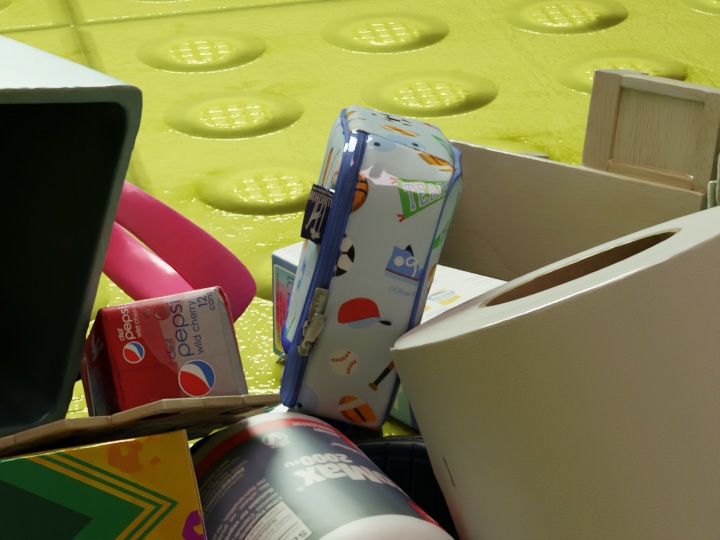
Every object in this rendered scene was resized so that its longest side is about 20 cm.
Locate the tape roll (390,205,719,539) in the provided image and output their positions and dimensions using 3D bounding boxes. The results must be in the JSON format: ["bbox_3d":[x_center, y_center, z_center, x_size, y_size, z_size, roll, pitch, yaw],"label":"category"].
[{"bbox_3d":[0.131,0.063,1.303,0.202,0.140,0.203,-21,3,1],"label":"tape roll"}]

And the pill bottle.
[{"bbox_3d":[-0.009,0.160,1.301,0.119,0.120,0.200,-13,26,-23],"label":"pill bottle"}]

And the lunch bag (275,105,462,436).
[{"bbox_3d":[0.000,0.000,1.430,0.075,0.161,0.200,17,11,-1],"label":"lunch bag"}]

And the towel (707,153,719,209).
[{"bbox_3d":[0.226,0.012,1.479,0.034,0.201,0.192,15,17,31],"label":"towel"}]

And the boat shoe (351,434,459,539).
[{"bbox_3d":[0.072,0.123,1.456,0.199,0.073,0.072,9,19,0],"label":"boat shoe"}]

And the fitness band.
[{"bbox_3d":[-0.129,-0.023,1.499,0.037,0.144,0.200,-52,17,-12],"label":"fitness band"}]

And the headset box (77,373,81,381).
[{"bbox_3d":[-0.256,0.048,1.531,0.199,0.150,0.075,-7,15,-12],"label":"headset box"}]

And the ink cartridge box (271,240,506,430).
[{"bbox_3d":[0.055,0.032,1.642,0.136,0.077,0.200,-19,28,-33],"label":"ink cartridge box"}]

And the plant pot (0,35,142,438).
[{"bbox_3d":[-0.264,-0.038,1.360,0.200,0.197,0.196,31,23,37],"label":"plant pot"}]

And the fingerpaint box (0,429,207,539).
[{"bbox_3d":[-0.196,0.135,1.293,0.166,0.074,0.200,-7,-8,-35],"label":"fingerpaint box"}]

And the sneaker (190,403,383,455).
[{"bbox_3d":[-0.053,0.102,1.496,0.079,0.076,0.200,-4,13,29],"label":"sneaker"}]

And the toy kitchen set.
[{"bbox_3d":[0.155,-0.016,1.537,0.162,0.201,0.180,14,10,31],"label":"toy kitchen set"}]

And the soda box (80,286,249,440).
[{"bbox_3d":[-0.111,0.058,1.444,0.070,0.064,0.200,-11,-8,-11],"label":"soda box"}]

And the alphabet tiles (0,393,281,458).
[{"bbox_3d":[-0.147,0.090,1.344,0.199,0.006,0.166,-18,-10,30],"label":"alphabet tiles"}]
